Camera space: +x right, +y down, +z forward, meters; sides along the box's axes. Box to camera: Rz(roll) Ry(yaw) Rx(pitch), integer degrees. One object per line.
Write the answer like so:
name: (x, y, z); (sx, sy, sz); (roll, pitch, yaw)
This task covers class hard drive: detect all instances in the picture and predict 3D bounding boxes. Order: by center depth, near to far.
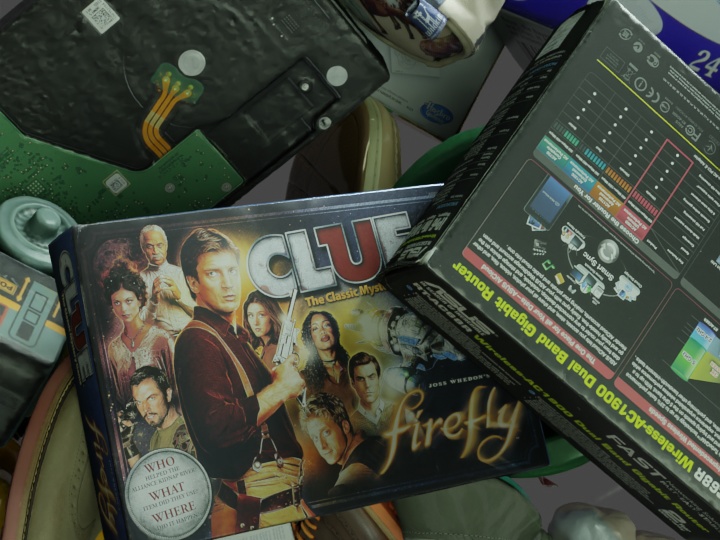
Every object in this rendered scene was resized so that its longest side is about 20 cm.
hard drive: (-0.105, -0.087, 0.780); (0.200, 0.038, 0.140); (-38, 113, 11)

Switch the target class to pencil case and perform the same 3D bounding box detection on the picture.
pencil case: (0.062, -0.198, 0.759); (0.201, 0.078, 0.089); (-60, 146, -4)

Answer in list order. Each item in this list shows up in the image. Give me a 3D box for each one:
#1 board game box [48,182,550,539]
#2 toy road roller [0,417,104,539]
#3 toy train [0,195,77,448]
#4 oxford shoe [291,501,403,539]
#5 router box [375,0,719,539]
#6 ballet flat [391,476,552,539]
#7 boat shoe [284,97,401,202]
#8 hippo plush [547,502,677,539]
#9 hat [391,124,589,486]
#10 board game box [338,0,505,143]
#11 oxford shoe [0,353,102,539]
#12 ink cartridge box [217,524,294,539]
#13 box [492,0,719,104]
board game box: (-0.023, 0.038, 0.695); (0.199, 0.035, 0.136); (-9, 80, -28)
toy road roller: (-0.176, 0.143, 0.783); (0.123, 0.146, 0.200); (-41, 113, -5)
toy train: (-0.210, -0.004, 0.729); (0.199, 0.114, 0.085); (30, 124, -14)
oxford shoe: (-0.008, 0.131, 0.849); (0.073, 0.072, 0.200); (-20, 140, 7)
router box: (0.129, 0.004, 0.711); (0.200, 0.062, 0.150); (40, 72, -11)
ballet flat: (0.061, 0.144, 0.816); (0.067, 0.200, 0.064); (-1, 70, 17)
boat shoe: (0.000, 0.000, 0.854); (0.062, 0.073, 0.201); (-8, 119, -28)
hippo plush: (0.134, 0.234, 0.908); (0.199, 0.161, 0.160); (-28, 112, -11)
hat: (0.079, 0.016, 0.859); (0.165, 0.176, 0.201); (26, 99, 1)
board game box: (0.029, -0.187, 0.826); (0.153, 0.040, 0.201); (28, 94, -24)
oxford shoe: (-0.098, 0.066, 0.701); (0.074, 0.071, 0.201); (18, 57, 3)
ink cartridge box: (-0.066, 0.129, 0.847); (0.044, 0.094, 0.201); (-15, 109, -15)
box: (0.193, -0.160, 0.789); (0.200, 0.184, 0.105); (-55, 143, -6)
